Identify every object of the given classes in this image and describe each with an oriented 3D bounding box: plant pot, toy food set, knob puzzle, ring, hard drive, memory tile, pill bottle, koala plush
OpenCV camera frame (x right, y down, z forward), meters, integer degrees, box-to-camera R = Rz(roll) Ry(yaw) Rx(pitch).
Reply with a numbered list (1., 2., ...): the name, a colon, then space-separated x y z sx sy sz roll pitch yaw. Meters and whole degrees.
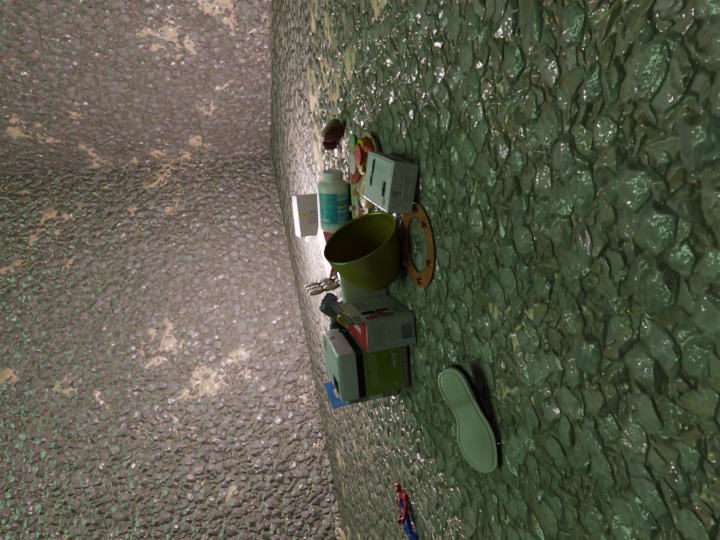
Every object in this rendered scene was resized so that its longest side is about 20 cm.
1. plant pot: 0.025 -0.031 1.328 0.142 0.199 0.200 60 179 -32
2. toy food set: 0.012 -0.283 1.454 0.198 0.048 0.202 -125 32 -59
3. knob puzzle: -0.008 -0.229 1.615 0.220 0.030 0.222 172 90 -76
4. ring: 0.125 -0.058 1.203 0.200 0.019 0.202 173 90 -75
5. hard drive: 0.000 0.000 1.495 0.027 0.131 0.202 134 127 -72
6. memory tile: -0.083 0.037 1.715 0.153 0.198 0.017 -146 41 -73
7. pill bottle: -0.092 -0.239 1.776 0.111 0.110 0.202 -124 29 -61
8. koala plush: -0.026 0.135 1.695 0.200 0.182 0.179 -76 -16 -68

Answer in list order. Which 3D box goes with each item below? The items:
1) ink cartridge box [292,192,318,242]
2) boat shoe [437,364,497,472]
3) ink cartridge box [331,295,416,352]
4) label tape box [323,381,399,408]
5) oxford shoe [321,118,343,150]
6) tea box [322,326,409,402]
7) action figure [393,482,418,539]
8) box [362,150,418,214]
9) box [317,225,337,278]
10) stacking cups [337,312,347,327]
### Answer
1. ink cartridge box: -0.217 -0.228 2.249 0.129 0.124 0.202 -148 52 -72
2. boat shoe: 0.205 0.273 0.976 0.201 0.074 0.060 65 -155 6
3. ink cartridge box: 0.029 0.139 1.370 0.200 0.174 0.085 -145 48 -72
4. label tape box: -0.002 0.324 1.541 0.144 0.198 0.064 -132 36 -65
5. oxford shoe: -0.103 -0.479 1.778 0.200 0.070 0.075 145 121 -73
6. tea box: 0.012 0.245 1.450 0.200 0.195 0.135 -140 44 -69
7. action figure: 0.133 0.739 1.552 0.066 0.051 0.202 104 157 -64
8. box: 0.066 -0.211 1.230 0.200 0.060 0.118 -133 47 -66
9. box: -0.087 -0.079 1.877 0.103 0.094 0.201 108 150 -60
10. stacking cups: -0.011 0.073 1.545 0.061 0.060 0.201 100 -171 -51
